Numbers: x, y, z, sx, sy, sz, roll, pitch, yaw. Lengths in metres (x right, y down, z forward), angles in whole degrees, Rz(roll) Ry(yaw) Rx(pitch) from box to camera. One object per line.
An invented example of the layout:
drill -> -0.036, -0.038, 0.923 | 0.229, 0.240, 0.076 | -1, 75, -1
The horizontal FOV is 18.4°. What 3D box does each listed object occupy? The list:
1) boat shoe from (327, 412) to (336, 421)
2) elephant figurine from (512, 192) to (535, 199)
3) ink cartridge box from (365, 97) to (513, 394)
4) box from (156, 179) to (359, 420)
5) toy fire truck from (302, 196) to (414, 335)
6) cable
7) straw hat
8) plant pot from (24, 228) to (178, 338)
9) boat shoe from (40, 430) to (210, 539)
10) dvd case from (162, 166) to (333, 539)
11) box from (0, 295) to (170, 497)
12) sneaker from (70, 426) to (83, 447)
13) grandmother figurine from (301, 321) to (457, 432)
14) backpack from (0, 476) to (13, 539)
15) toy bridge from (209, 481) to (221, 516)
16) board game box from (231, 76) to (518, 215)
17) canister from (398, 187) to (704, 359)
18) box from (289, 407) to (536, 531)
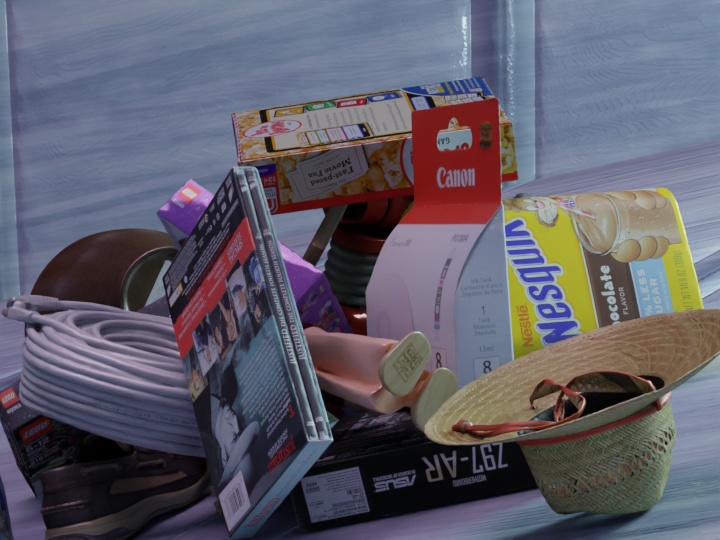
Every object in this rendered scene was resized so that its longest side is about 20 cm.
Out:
boat shoe -> -0.031, 0.094, 1.827 | 0.200, 0.072, 0.065 | -15, 18, -8
elephant figurine -> 0.114, 0.020, 1.999 | 0.142, 0.155, 0.200 | -64, 15, -20
ink cartridge box -> 0.048, -0.010, 1.503 | 0.057, 0.200, 0.163 | -8, 3, -20
box -> -0.062, 0.028, 1.630 | 0.039, 0.137, 0.200 | -47, -29, -13
toy fire truck -> 0.000, 0.000, 1.708 | 0.200, 0.176, 0.129 | 2, 23, -38
cable -> -0.148, 0.081, 1.607 | 0.200, 0.069, 0.200 | 8, 10, -35
straw hat -> 0.138, 0.098, 1.278 | 0.201, 0.085, 0.201 | -19, 8, 3
plant pot -> -0.187, 0.040, 1.966 | 0.187, 0.187, 0.200 | -17, -3, -20
boat shoe -> -0.169, 0.146, 1.621 | 0.074, 0.073, 0.200 | -12, 6, 20
dvd case -> -0.077, 0.055, 1.448 | 0.022, 0.200, 0.146 | -1, -31, -27
box -> -0.194, 0.094, 1.800 | 0.200, 0.038, 0.137 | -31, -24, -14
sneaker -> -0.126, 0.098, 1.766 | 0.200, 0.076, 0.116 | -5, 42, 6
grandmother figurine -> -0.031, 0.059, 1.472 | 0.200, 0.121, 0.061 | 6, 44, 49
backpack -> -0.326, 0.134, 1.492 | 0.147, 0.200, 0.183 | -17, 6, -26
toy bridge -> -0.033, 0.136, 1.610 | 0.067, 0.027, 0.200 | -10, 7, 46
board game box -> 0.007, -0.094, 1.657 | 0.200, 0.046, 0.152 | -8, 18, -2
canister -> 0.140, 0.014, 1.625 | 0.200, 0.149, 0.087 | -5, -20, -17
box -> 0.066, 0.115, 1.483 | 0.200, 0.044, 0.160 | -13, 6, 15
